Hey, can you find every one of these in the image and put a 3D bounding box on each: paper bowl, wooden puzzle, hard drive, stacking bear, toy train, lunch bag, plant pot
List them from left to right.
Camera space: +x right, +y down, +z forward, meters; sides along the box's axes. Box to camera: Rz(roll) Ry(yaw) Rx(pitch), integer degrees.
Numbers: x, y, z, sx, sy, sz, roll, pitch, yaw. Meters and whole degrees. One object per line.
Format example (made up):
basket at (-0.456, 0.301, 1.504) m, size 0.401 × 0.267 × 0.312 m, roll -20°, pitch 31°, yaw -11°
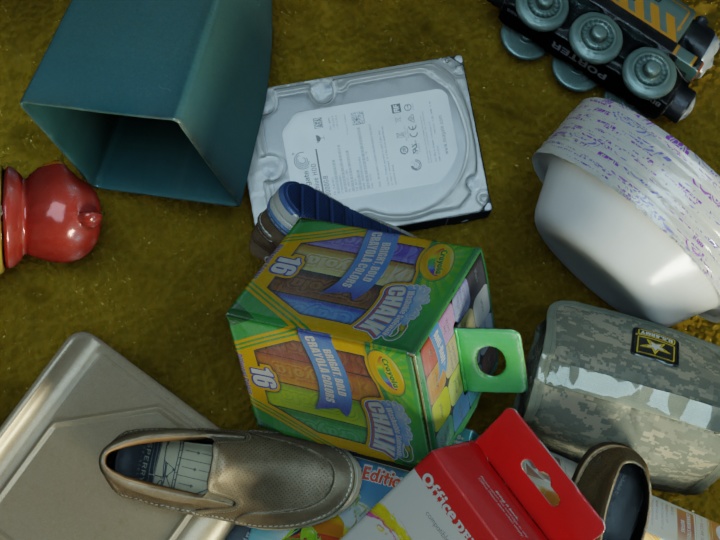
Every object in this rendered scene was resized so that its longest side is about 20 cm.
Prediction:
stacking bear at (-0.310, -0.046, 1.291) m, size 0.199 × 0.121 × 0.114 m, roll 0°, pitch 78°, yaw -8°
wooden puzzle at (-0.200, 0.175, 1.262) m, size 0.200 × 0.037 × 0.185 m, roll 35°, pitch 84°, yaw 14°
plant pot at (-0.152, -0.179, 1.282) m, size 0.141 × 0.141 × 0.201 m, roll 9°, pitch 68°, yaw 21°
hard drive at (0.001, -0.097, 1.336) m, size 0.199 × 0.038 × 0.140 m, roll -9°, pitch 80°, yaw -2°
toy train at (0.207, -0.209, 1.338) m, size 0.200 × 0.085 × 0.114 m, roll 33°, pitch 72°, yaw 4°
lunch bag at (0.206, 0.098, 1.224) m, size 0.163 × 0.200 × 0.118 m, roll 17°, pitch 81°, yaw 3°
paper bowl at (0.217, -0.033, 1.245) m, size 0.201 × 0.201 × 0.104 m, roll 42°, pitch 85°, yaw 6°

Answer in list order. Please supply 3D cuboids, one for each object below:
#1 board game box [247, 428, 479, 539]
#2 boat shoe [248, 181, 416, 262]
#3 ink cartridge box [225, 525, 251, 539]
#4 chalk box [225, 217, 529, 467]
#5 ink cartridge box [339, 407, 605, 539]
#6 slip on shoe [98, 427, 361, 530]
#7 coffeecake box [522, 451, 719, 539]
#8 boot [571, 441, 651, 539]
board game box at (-0.006, 0.204, 1.228) m, size 0.150 × 0.047 × 0.201 m, roll 13°, pitch 79°, yaw 17°
boat shoe at (0.000, 0.000, 1.295) m, size 0.200 × 0.072 × 0.072 m, roll 31°, pitch 123°, yaw -19°
ink cartridge box at (-0.090, 0.205, 1.286) m, size 0.200 × 0.037 × 0.095 m, roll 27°, pitch 81°, yaw 2°
chalk box at (0.024, 0.057, 1.171) m, size 0.199 × 0.125 × 0.124 m, roll 11°, pitch 43°, yaw 27°
ink cartridge box at (0.061, 0.202, 1.114) m, size 0.200 × 0.067 × 0.116 m, roll -48°, pitch 68°, yaw 23°
slip on shoe at (-0.100, 0.152, 1.203) m, size 0.199 × 0.061 × 0.076 m, roll 8°, pitch 78°, yaw 9°
coffeecake box at (0.174, 0.242, 1.232) m, size 0.199 × 0.073 × 0.154 m, roll 23°, pitch 110°, yaw 3°
boot at (0.159, 0.221, 1.121) m, size 0.073 × 0.075 × 0.201 m, roll 15°, pitch 90°, yaw -3°
